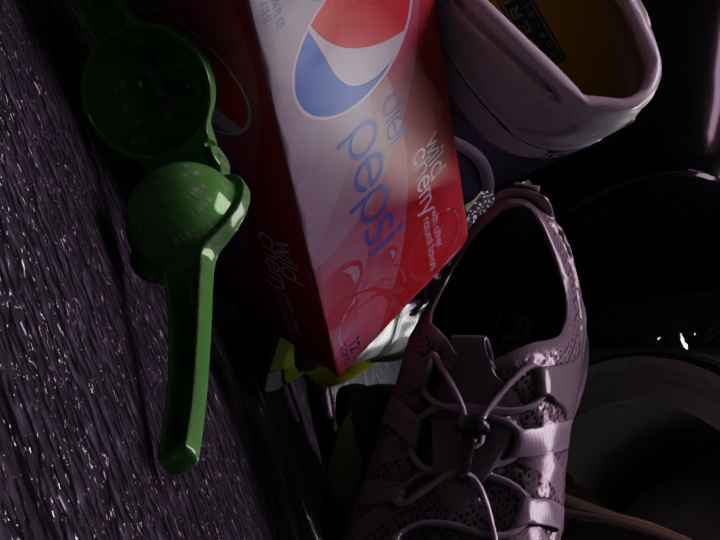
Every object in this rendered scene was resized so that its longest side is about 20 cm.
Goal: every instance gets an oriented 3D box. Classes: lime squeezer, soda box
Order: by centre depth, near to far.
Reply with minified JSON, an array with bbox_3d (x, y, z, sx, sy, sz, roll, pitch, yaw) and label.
[{"bbox_3d":[-0.053,-0.033,0.646,0.071,0.038,0.201,65,6,-65],"label":"lime squeezer"},{"bbox_3d":[-0.020,-0.059,0.737,0.063,0.070,0.200,33,-24,28],"label":"soda box"}]

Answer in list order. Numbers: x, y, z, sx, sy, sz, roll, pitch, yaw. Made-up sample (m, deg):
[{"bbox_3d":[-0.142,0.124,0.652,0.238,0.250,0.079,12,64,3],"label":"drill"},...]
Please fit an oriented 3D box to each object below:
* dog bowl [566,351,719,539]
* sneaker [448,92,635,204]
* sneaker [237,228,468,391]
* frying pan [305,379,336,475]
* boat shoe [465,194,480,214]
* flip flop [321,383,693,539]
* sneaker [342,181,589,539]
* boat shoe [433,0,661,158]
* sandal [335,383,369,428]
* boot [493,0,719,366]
[{"bbox_3d":[0.113,0.133,0.890,0.074,0.200,0.201,14,44,-39],"label":"dog bowl"},{"bbox_3d":[0.001,-0.091,0.845,0.200,0.108,0.070,50,16,-36],"label":"sneaker"},{"bbox_3d":[0.000,0.000,0.932,0.200,0.081,0.074,2,71,-80],"label":"sneaker"},{"bbox_3d":[-0.031,-0.010,1.077,0.115,0.031,0.191,-54,137,-85],"label":"frying pan"},{"bbox_3d":[0.009,-0.025,1.074,0.072,0.066,0.201,41,-22,-1],"label":"boat shoe"},{"bbox_3d":[0.061,0.098,0.864,0.057,0.200,0.081,10,98,-48],"label":"flip flop"},{"bbox_3d":[0.029,0.057,0.787,0.082,0.074,0.200,85,12,-45],"label":"sneaker"},{"bbox_3d":[0.021,-0.123,0.726,0.202,0.075,0.086,58,-19,-5],"label":"boat shoe"},{"bbox_3d":[0.023,0.095,1.033,0.200,0.054,0.081,70,10,-69],"label":"sandal"},{"bbox_3d":[0.121,-0.047,0.917,0.073,0.198,0.163,14,77,-38],"label":"boot"}]
